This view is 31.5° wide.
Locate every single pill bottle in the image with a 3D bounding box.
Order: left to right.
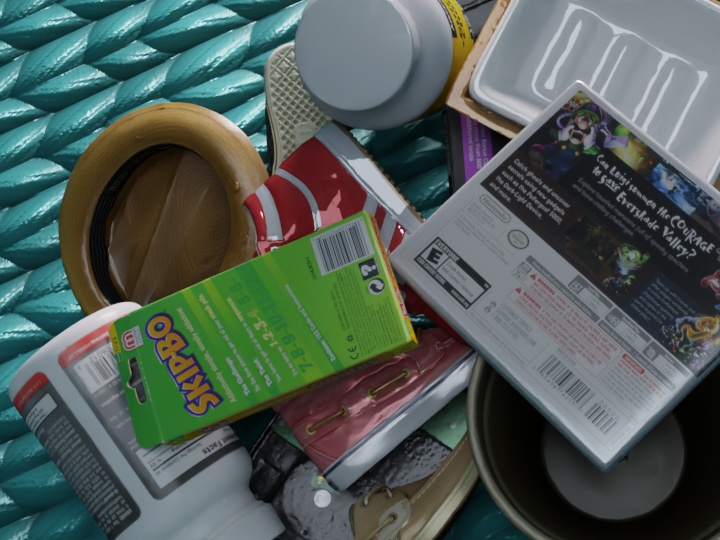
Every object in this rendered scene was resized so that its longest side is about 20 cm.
[{"bbox_3d":[-0.150,0.132,0.913,0.116,0.116,0.200,-36,83,-3],"label":"pill bottle"},{"bbox_3d":[0.017,-0.159,0.921,0.112,0.200,0.112,2,100,12],"label":"pill bottle"}]

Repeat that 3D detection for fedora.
[{"bbox_3d":[-0.140,-0.030,1.001,0.200,0.082,0.201,0,91,22],"label":"fedora"}]

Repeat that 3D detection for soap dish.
[{"bbox_3d":[0.183,-0.139,0.920,0.200,0.081,0.157,28,85,2],"label":"soap dish"}]

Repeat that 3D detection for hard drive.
[{"bbox_3d":[-0.009,0.150,0.973,0.140,0.038,0.200,32,82,14],"label":"hard drive"}]

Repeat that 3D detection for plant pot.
[{"bbox_3d":[0.177,0.113,0.885,0.200,0.174,0.200,-2,73,7],"label":"plant pot"}]

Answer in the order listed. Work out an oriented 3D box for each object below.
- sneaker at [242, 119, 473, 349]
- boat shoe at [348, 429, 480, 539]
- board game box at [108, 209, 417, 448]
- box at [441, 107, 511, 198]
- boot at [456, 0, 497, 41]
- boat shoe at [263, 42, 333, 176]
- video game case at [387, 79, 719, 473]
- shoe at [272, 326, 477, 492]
[{"bbox_3d":[0.000,0.000,0.896,0.112,0.071,0.200,-38,73,-6],"label":"sneaker"},{"bbox_3d":[0.019,0.184,0.903,0.065,0.071,0.200,39,84,13],"label":"boat shoe"},{"bbox_3d":[-0.069,0.043,0.847,0.200,0.030,0.096,-22,71,11],"label":"board game box"},{"bbox_3d":[0.168,-0.061,0.977,0.200,0.036,0.143,-5,91,-2],"label":"box"},{"bbox_3d":[0.116,-0.177,1.027,0.200,0.066,0.165,-20,79,4],"label":"boot"},{"bbox_3d":[-0.042,-0.081,1.028,0.075,0.062,0.200,-6,90,1],"label":"boat shoe"},{"bbox_3d":[0.148,-0.002,0.821,0.182,0.023,0.200,-43,67,-6],"label":"video game case"},{"bbox_3d":[0.031,0.064,0.929,0.200,0.071,0.091,-40,84,-4],"label":"shoe"}]
